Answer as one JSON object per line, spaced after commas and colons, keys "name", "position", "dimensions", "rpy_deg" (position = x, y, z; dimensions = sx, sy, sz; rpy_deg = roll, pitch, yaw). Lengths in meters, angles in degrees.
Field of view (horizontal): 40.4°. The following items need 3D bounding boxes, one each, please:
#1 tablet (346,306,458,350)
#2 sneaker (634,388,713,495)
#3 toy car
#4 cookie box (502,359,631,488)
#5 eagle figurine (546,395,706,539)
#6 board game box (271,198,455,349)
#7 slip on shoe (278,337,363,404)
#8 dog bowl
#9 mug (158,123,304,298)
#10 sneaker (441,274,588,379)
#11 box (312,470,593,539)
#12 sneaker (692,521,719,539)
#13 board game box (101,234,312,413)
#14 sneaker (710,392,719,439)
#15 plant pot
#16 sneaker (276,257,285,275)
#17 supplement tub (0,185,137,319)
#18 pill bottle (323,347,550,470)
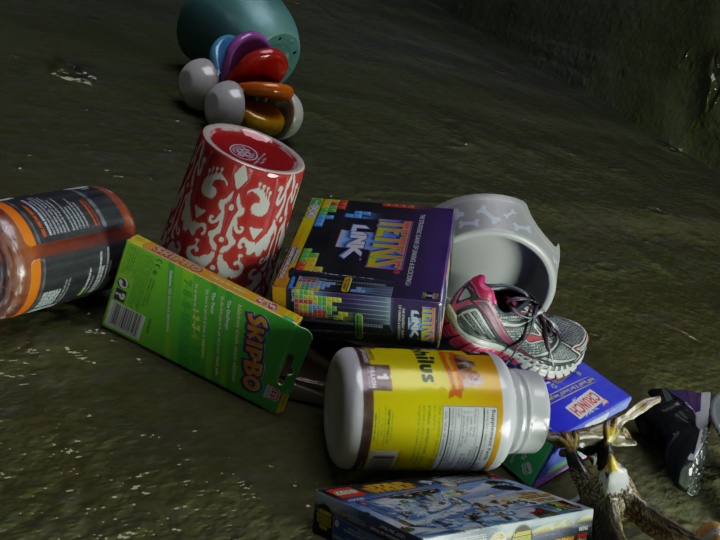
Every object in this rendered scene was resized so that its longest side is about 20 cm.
{"name": "tablet", "position": [0.036, 0.055, 1.025], "dimensions": [0.197, 0.014, 0.131], "rpy_deg": [19, 28, -2]}
{"name": "sneaker", "position": [0.364, 0.199, 1.154], "dimensions": [0.086, 0.077, 0.200], "rpy_deg": [10, 18, 19]}
{"name": "toy car", "position": [-0.184, -0.308, 1.583], "dimensions": [0.173, 0.152, 0.200], "rpy_deg": [-3, 34, -45]}
{"name": "cookie box", "position": [0.170, 0.130, 1.081], "dimensions": [0.199, 0.076, 0.170], "rpy_deg": [37, 30, 31]}
{"name": "eagle figurine", "position": [0.237, 0.220, 0.877], "dimensions": [0.150, 0.152, 0.202], "rpy_deg": [26, 29, -40]}
{"name": "board game box", "position": [0.010, -0.004, 0.999], "dimensions": [0.162, 0.058, 0.201], "rpy_deg": [3, 30, 8]}
{"name": "slip on shoe", "position": [0.000, 0.105, 0.996], "dimensions": [0.197, 0.061, 0.076], "rpy_deg": [16, 24, -16]}
{"name": "dog bowl", "position": [0.148, 0.005, 1.191], "dimensions": [0.197, 0.202, 0.059], "rpy_deg": [17, 37, -13]}
{"name": "mug", "position": [-0.146, -0.045, 0.999], "dimensions": [0.132, 0.202, 0.178], "rpy_deg": [8, 28, -29]}
{"name": "sneaker", "position": [0.174, 0.060, 1.029], "dimensions": [0.198, 0.075, 0.081], "rpy_deg": [12, 34, -37]}
{"name": "box", "position": [0.078, 0.208, 0.810], "dimensions": [0.198, 0.041, 0.136], "rpy_deg": [3, 3, -38]}
{"name": "sneaker", "position": [0.330, 0.312, 0.876], "dimensions": [0.087, 0.076, 0.200], "rpy_deg": [37, 27, -5]}
{"name": "board game box", "position": [-0.144, 0.052, 0.928], "dimensions": [0.198, 0.097, 0.030], "rpy_deg": [27, 23, 8]}
{"name": "sneaker", "position": [0.460, 0.245, 1.110], "dimensions": [0.116, 0.073, 0.203], "rpy_deg": [47, 30, -50]}
{"name": "plant pot", "position": [-0.203, -0.414, 1.747], "dimensions": [0.161, 0.202, 0.199], "rpy_deg": [45, 31, 25]}
{"name": "sneaker", "position": [0.000, 0.000, 1.120], "dimensions": [0.196, 0.079, 0.076], "rpy_deg": [3, 58, 6]}
{"name": "supplement tub", "position": [-0.308, -0.017, 0.908], "dimensions": [0.106, 0.108, 0.199], "rpy_deg": [32, 24, 21]}
{"name": "pill bottle", "position": [0.070, 0.129, 0.907], "dimensions": [0.196, 0.111, 0.110], "rpy_deg": [3, 28, -15]}
